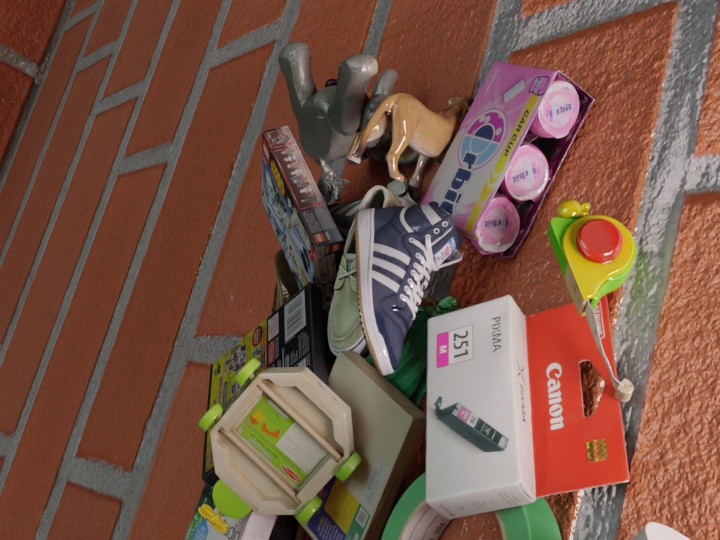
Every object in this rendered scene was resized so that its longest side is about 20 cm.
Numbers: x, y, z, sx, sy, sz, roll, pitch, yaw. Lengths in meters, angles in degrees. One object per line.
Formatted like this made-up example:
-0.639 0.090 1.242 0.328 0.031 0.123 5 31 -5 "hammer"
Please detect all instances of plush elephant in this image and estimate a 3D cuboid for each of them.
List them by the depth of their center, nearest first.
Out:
0.006 -0.192 1.233 0.164 0.154 0.202 12 112 47 "plush elephant"

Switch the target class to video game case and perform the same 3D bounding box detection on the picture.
-0.111 0.128 1.128 0.180 0.025 0.201 -39 28 19 "video game case"

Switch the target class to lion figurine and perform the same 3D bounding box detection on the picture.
0.069 -0.157 1.096 0.072 0.199 0.124 25 97 35 "lion figurine"

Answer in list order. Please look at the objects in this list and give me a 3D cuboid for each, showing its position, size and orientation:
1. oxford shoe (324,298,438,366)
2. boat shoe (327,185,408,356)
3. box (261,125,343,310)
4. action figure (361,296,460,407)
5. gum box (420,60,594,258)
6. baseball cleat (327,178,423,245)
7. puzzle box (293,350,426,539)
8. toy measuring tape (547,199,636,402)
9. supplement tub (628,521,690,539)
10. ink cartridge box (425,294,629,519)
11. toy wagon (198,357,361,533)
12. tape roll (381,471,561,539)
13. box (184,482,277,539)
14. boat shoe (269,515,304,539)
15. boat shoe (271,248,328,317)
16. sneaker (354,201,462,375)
0.008 0.071 1.127 0.199 0.071 0.072 -22 49 42 "oxford shoe"
0.000 0.000 1.093 0.071 0.062 0.202 4 69 35 "boat shoe"
-0.078 -0.065 1.237 0.138 0.039 0.201 98 152 -53 "box"
0.046 0.107 1.040 0.118 0.054 0.201 47 117 25 "action figure"
0.153 -0.120 1.059 0.113 0.066 0.201 30 93 58 "gum box"
0.017 -0.070 1.226 0.199 0.070 0.107 20 71 51 "baseball cleat"
-0.011 0.205 1.034 0.133 0.025 0.202 38 115 42 "puzzle box"
0.229 0.017 0.882 0.073 0.073 0.202 -37 55 33 "toy measuring tape"
0.185 0.292 0.677 0.201 0.144 0.145 -54 35 13 "supplement tub"
0.144 0.112 0.883 0.172 0.044 0.202 -19 46 26 "ink cartridge box"
-0.098 0.193 1.020 0.200 0.155 0.040 -50 -5 19 "toy wagon"
0.095 0.277 0.894 0.200 0.048 0.202 -32 44 38 "tape roll"
-0.139 0.260 1.118 0.144 0.036 0.202 7 74 60 "box"
-0.092 0.241 1.157 0.073 0.063 0.203 -22 50 50 "boat shoe"
-0.084 0.066 1.269 0.072 0.071 0.202 110 154 -50 "boat shoe"
0.053 0.009 0.988 0.107 0.070 0.202 -9 52 7 "sneaker"
